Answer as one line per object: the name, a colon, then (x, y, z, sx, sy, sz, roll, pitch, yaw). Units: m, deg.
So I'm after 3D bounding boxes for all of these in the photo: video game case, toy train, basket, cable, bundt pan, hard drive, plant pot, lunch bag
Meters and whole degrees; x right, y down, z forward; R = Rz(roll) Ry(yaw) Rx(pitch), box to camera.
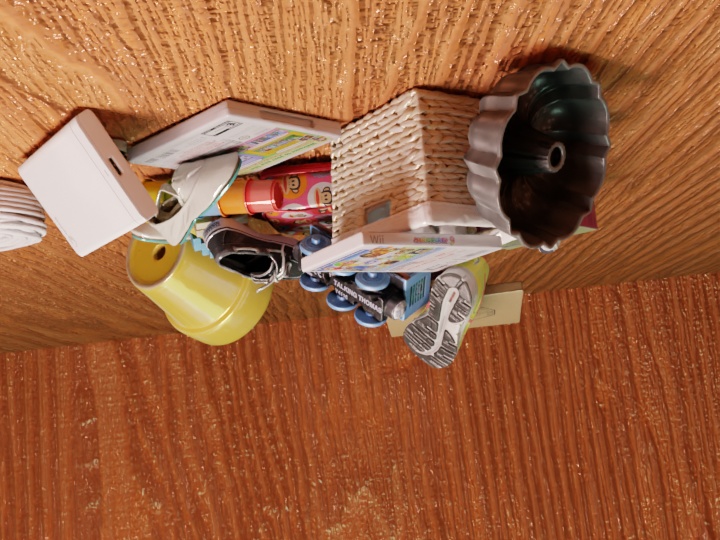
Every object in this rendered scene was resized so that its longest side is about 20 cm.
video game case: (0.048, -0.020, 1.173, 0.197, 0.018, 0.142, 0, 169, -33)
toy train: (0.000, 0.000, 1.352, 0.198, 0.088, 0.113, 30, -136, 33)
basket: (0.084, -0.108, 1.216, 0.197, 0.165, 0.197, -1, 170, -37)
cable: (-0.523, -0.069, 1.334, 0.197, 0.071, 0.198, -1, 171, -38)
bundt pan: (0.187, -0.131, 1.094, 0.199, 0.206, 0.075, 1, -167, -43)
hard drive: (-0.317, -0.094, 1.146, 0.027, 0.133, 0.199, -42, -165, -34)
plant pot: (-0.268, -0.001, 1.605, 0.197, 0.205, 0.188, -11, 156, 30)
lunch bag: (-0.073, -0.097, 1.433, 0.172, 0.084, 0.200, -6, 172, 2)
video game case: (-0.153, -0.155, 1.205, 0.198, 0.023, 0.180, -15, 168, 42)

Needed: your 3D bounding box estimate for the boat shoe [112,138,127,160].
boat shoe: (-0.329, -0.107, 1.245, 0.070, 0.062, 0.201, -3, 171, -21)

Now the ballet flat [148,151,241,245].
ballet flat: (-0.215, -0.094, 1.241, 0.068, 0.071, 0.200, -1, 156, -34)

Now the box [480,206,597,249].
box: (0.255, -0.102, 1.600, 0.174, 0.099, 0.198, -13, 170, 38)

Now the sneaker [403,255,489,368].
sneaker: (0.123, 0.054, 1.326, 0.090, 0.078, 0.201, -46, 169, -39)

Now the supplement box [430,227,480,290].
supplement box: (0.114, -0.049, 1.488, 0.128, 0.205, 0.103, -8, 172, 3)

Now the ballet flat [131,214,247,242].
ballet flat: (-0.248, -0.078, 1.471, 0.197, 0.071, 0.069, 1, 169, -43)

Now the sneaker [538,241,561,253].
sneaker: (0.261, -0.118, 1.277, 0.127, 0.201, 0.080, -20, 129, 13)

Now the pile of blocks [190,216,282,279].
pile of blocks: (-0.186, -0.028, 1.431, 0.198, 0.063, 0.082, 23, 117, -38)

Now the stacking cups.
stacking cups: (-0.199, -0.092, 1.331, 0.196, 0.062, 0.060, 2, 174, 18)

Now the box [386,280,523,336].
box: (0.133, 0.057, 1.439, 0.195, 0.022, 0.164, -7, 162, 5)

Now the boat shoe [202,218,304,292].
boat shoe: (-0.131, -0.012, 1.378, 0.073, 0.069, 0.198, -39, 146, 17)
